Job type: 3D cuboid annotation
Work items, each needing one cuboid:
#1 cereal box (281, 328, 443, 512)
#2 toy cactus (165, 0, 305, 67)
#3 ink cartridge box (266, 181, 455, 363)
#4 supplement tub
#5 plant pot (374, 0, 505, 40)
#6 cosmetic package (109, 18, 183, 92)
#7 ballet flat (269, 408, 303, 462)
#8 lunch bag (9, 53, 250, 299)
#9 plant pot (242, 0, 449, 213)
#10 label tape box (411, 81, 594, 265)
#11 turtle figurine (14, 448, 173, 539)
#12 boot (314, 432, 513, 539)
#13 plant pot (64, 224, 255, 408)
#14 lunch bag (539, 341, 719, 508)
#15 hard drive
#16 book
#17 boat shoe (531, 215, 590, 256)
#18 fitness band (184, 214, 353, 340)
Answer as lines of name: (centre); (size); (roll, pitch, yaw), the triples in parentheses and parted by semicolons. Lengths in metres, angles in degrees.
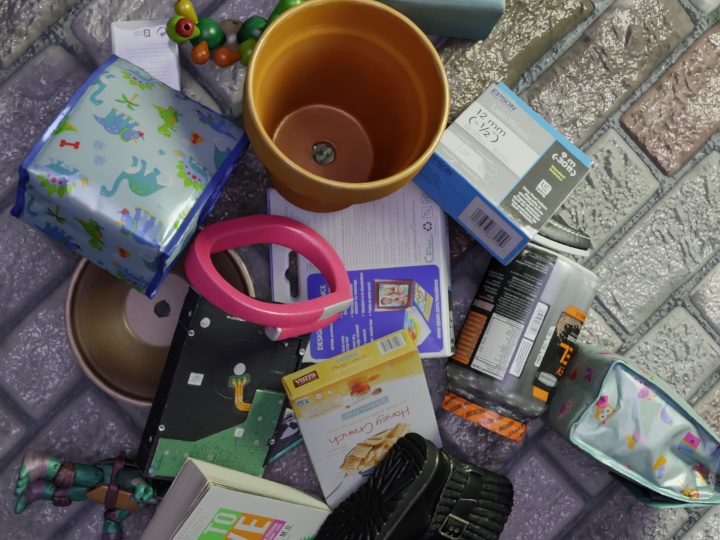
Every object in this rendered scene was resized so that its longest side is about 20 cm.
cereal box: (0.008, 0.165, 1.498); (0.143, 0.040, 0.201); (-22, 132, -6)
toy cactus: (-0.124, -0.254, 1.471); (0.199, 0.165, 0.103); (-17, 98, -29)
ink cartridge box: (0.000, 0.000, 1.529); (0.198, 0.043, 0.200); (-4, 85, 15)
supplement tub: (0.170, 0.076, 1.531); (0.122, 0.123, 0.201); (24, 88, -6)
plant pot: (0.045, -0.355, 1.483); (0.198, 0.196, 0.198); (0, 91, -2)
cosmetic package: (-0.222, -0.159, 1.494); (0.071, 0.101, 0.202); (-4, 90, -5)
ballet flat: (-0.048, 0.144, 1.534); (0.199, 0.073, 0.073); (-28, 94, -4)
lunch bag: (-0.222, -0.103, 1.385); (0.169, 0.128, 0.201); (31, 59, -4)
plant pot: (-0.028, -0.147, 1.425); (0.198, 0.183, 0.202); (3, 73, -11)
label tape box: (0.164, -0.122, 1.504); (0.143, 0.066, 0.200); (42, 55, 3)
turtle figurine: (-0.264, 0.245, 1.497); (0.198, 0.101, 0.150); (13, 130, -5)
boot: (0.059, 0.286, 1.527); (0.157, 0.080, 0.211); (33, 103, -38)
plant pot: (-0.212, 0.043, 1.501); (0.199, 0.093, 0.203); (0, 90, -6)
lunch bag: (0.306, 0.177, 1.525); (0.199, 0.170, 0.122); (33, 91, -9)
hard drive: (-0.140, 0.123, 1.446); (0.139, 0.038, 0.201); (11, 103, -31)
book: (-0.136, 0.279, 1.470); (0.199, 0.048, 0.134); (25, 103, -49)
boat shoe: (0.170, -0.073, 1.554); (0.199, 0.076, 0.061); (22, 94, -7)
fitness band: (-0.090, 0.004, 1.434); (0.144, 0.199, 0.038); (46, 123, 23)
